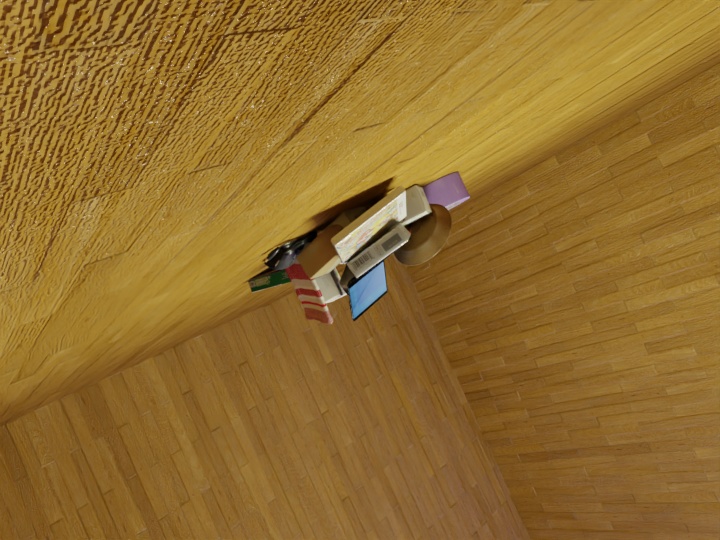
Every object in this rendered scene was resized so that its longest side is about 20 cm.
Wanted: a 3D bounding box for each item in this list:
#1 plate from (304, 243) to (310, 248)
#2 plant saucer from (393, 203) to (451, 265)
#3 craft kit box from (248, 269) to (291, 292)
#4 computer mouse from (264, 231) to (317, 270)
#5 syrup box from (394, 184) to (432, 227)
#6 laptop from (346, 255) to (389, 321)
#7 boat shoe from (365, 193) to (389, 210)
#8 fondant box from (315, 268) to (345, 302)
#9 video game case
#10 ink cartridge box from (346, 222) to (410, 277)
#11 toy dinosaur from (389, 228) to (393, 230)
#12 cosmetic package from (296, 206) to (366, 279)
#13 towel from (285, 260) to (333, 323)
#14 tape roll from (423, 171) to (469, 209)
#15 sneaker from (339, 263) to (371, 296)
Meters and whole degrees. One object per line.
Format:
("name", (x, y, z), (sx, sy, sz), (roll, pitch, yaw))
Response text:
("plate", (-0.132, -0.067, 1.797), (0.197, 0.033, 0.200), (-25, 177, -17))
("plant saucer", (0.163, -0.111, 1.710), (0.198, 0.203, 0.035), (-27, 135, 28))
("craft kit box", (-0.223, 0.008, 1.937), (0.197, 0.049, 0.197), (-15, -172, 37))
("computer mouse", (-0.200, -0.032, 1.569), (0.199, 0.047, 0.139), (-28, 179, 43))
("syrup box", (0.091, -0.154, 1.683), (0.197, 0.083, 0.079), (-25, 174, 18))
("laptop", (0.056, 0.025, 1.660), (0.177, 0.104, 0.199), (-38, -176, -42))
("boat shoe", (0.046, -0.141, 1.568), (0.068, 0.075, 0.199), (-17, 173, -33))
("fondant box", (-0.101, 0.017, 1.764), (0.057, 0.146, 0.200), (-26, 177, 5))
("video game case", (0.025, -0.101, 1.412), (0.199, 0.023, 0.182), (-38, 167, -4))
("ink cartridge box", (0.052, -0.062, 1.543), (0.159, 0.048, 0.200), (-37, -175, 13))
("toy dinosaur", (0.031, -0.075, 1.638), (0.100, 0.059, 0.200), (-26, 167, -24))
("cosmetic package", (-0.060, -0.069, 1.541), (0.200, 0.072, 0.105), (-41, 169, 34))
("towel", (-0.150, 0.052, 1.688), (0.023, 0.203, 0.143), (-29, -165, -27))
("tape roll", (0.229, -0.217, 1.859), (0.197, 0.086, 0.200), (-26, 179, 0))
("sneaker", (0.000, 0.000, 1.754), (0.077, 0.080, 0.202), (-5, -139, 33))
